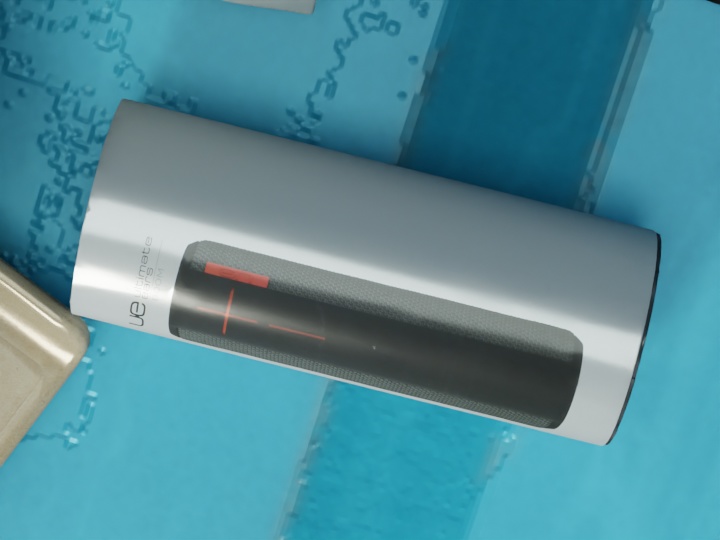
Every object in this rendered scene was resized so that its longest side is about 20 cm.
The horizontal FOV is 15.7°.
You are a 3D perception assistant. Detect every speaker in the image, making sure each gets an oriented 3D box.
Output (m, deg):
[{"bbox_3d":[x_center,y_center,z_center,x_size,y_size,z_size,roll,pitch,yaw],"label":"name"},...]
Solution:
[{"bbox_3d":[0.000,0.000,0.922,0.199,0.081,0.081,14,102,-1],"label":"speaker"}]

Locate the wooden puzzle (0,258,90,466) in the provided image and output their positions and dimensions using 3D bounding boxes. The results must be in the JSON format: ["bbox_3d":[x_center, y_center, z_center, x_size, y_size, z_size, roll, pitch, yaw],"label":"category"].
[{"bbox_3d":[-0.224,0.040,0.964,0.185,0.037,0.200,37,105,-6],"label":"wooden puzzle"}]

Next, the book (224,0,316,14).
[{"bbox_3d":[-0.057,-0.192,0.872,0.133,0.048,0.201,11,122,-5],"label":"book"}]

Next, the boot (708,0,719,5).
[{"bbox_3d":[0.069,-0.158,0.873,0.200,0.074,0.076,22,91,-31],"label":"boot"}]
